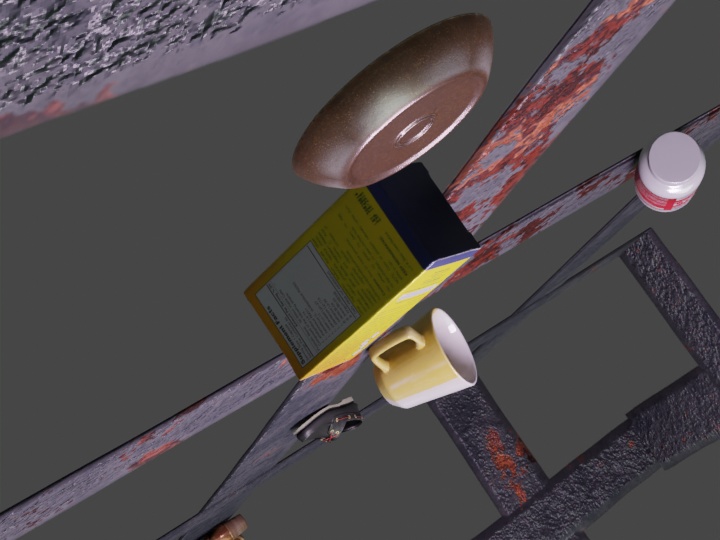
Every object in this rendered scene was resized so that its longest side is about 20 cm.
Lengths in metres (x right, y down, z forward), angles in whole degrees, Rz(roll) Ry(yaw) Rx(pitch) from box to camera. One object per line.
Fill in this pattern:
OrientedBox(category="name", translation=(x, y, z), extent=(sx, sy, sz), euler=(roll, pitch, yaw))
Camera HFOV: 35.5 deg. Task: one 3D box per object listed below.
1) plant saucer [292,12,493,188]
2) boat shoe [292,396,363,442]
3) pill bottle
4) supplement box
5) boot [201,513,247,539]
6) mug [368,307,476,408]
OrientedBox(category="plant saucer", translation=(0.035, -0.125, 0.908), extent=(0.199, 0.037, 0.201), euler=(-34, 169, -8))
OrientedBox(category="boat shoe", translation=(-0.060, 0.305, 2.232), extent=(0.073, 0.064, 0.200), euler=(-39, 167, 29))
OrientedBox(category="pill bottle", translation=(0.525, -0.171, 1.912), extent=(0.112, 0.113, 0.200), euler=(-36, 168, 5))
OrientedBox(category="supplement box", translation=(0.000, 0.000, 1.107), extent=(0.200, 0.110, 0.109), euler=(-42, 166, 28))
OrientedBox(category="boot", translation=(-0.366, 0.708, 2.871), extent=(0.154, 0.077, 0.201), euler=(-32, 165, -27))
OrientedBox(category="mug", translation=(0.095, 0.154, 1.987), extent=(0.152, 0.187, 0.150), euler=(-30, -157, 21))
